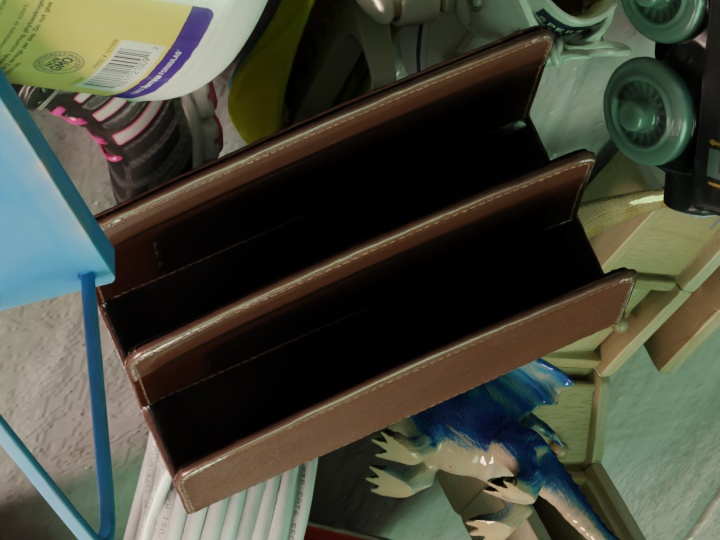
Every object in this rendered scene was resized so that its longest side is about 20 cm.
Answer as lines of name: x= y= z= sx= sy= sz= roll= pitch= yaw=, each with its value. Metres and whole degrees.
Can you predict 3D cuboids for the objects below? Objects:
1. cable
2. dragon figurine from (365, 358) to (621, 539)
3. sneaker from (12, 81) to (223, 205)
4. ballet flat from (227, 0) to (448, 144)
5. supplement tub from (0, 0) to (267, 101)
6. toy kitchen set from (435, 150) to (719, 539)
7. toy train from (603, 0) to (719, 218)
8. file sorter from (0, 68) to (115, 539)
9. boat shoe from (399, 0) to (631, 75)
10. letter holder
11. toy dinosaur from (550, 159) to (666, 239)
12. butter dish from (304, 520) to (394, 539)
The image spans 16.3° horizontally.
cable: x=-0.069 y=0.112 z=1.155 sx=0.069 sy=0.200 sz=0.201 roll=12 pitch=104 yaw=-7
dragon figurine: x=0.067 y=0.073 z=1.210 sx=0.059 sy=0.199 sz=0.100 roll=95 pitch=21 yaw=-52
sneaker: x=-0.106 y=-0.083 z=0.950 sx=0.087 sy=0.074 sz=0.201 roll=-20 pitch=144 yaw=-12
ballet flat: x=0.003 y=-0.108 z=1.001 sx=0.066 sy=0.067 sz=0.200 roll=-4 pitch=142 yaw=-31
supplement tub: x=-0.133 y=-0.134 z=0.766 sx=0.199 sy=0.146 sz=0.146 roll=6 pitch=137 yaw=-31
toy kitchen set: x=0.164 y=0.071 z=1.289 sx=0.163 sy=0.181 sz=0.200 roll=4 pitch=137 yaw=-44
toy train: x=0.167 y=-0.111 z=1.025 sx=0.085 sy=0.114 sz=0.201 roll=-14 pitch=116 yaw=-42
file sorter: x=-0.186 y=0.031 z=0.757 sx=0.199 sy=0.123 sz=0.139 roll=-13 pitch=147 yaw=8
boat shoe: x=0.077 y=-0.113 z=1.032 sx=0.074 sy=0.086 sz=0.202 roll=-10 pitch=145 yaw=-27
letter holder: x=0.000 y=0.000 z=0.980 sx=0.199 sy=0.101 sz=0.142 roll=-24 pitch=168 yaw=-6
toy dinosaur: x=0.075 y=-0.015 z=1.178 sx=0.199 sy=0.058 sz=0.101 roll=-34 pitch=128 yaw=-10
butter dish: x=0.003 y=0.216 z=1.339 sx=0.198 sy=0.149 sz=0.200 roll=8 pitch=172 yaw=38
